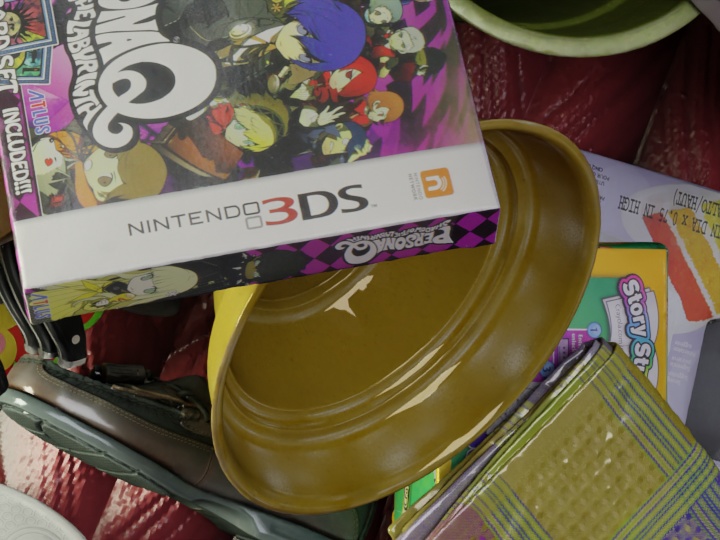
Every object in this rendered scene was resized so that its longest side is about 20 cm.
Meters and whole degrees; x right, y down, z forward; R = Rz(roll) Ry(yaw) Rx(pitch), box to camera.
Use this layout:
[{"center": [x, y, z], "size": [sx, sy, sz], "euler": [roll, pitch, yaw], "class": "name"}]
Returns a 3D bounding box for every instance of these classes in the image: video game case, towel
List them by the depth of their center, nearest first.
[{"center": [-0.055, -0.089, 0.968], "size": [0.180, 0.036, 0.201], "euler": [-9, 65, -6], "class": "video game case"}, {"center": [0.117, 0.143, 1.142], "size": [0.144, 0.023, 0.200], "euler": [-45, 108, -15], "class": "towel"}]

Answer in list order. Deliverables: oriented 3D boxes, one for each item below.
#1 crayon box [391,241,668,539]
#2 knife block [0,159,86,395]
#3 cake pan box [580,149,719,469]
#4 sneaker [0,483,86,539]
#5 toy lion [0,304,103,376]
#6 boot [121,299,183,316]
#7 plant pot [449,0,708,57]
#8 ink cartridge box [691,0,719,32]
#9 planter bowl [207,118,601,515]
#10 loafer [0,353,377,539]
[{"center": [0.079, 0.086, 1.174], "size": [0.118, 0.058, 0.201], "euler": [1, 88, -20], "class": "crayon box"}, {"center": [-0.169, -0.040, 1.011], "size": [0.064, 0.200, 0.176], "euler": [-39, 83, -28], "class": "knife block"}, {"center": [0.143, 0.047, 1.255], "size": [0.199, 0.052, 0.185], "euler": [17, 85, -19], "class": "cake pan box"}, {"center": [-0.130, 0.185, 1.136], "size": [0.071, 0.099, 0.200], "euler": [-37, 70, -28], "class": "sneaker"}, {"center": [-0.190, -0.052, 1.128], "size": [0.191, 0.069, 0.201], "euler": [17, 82, -27], "class": "toy lion"}, {"center": [-0.073, -0.097, 1.089], "size": [0.068, 0.188, 0.201], "euler": [10, 74, 4], "class": "boot"}, {"center": [0.057, -0.189, 1.155], "size": [0.199, 0.190, 0.201], "euler": [0, 89, -21], "class": "plant pot"}, {"center": [0.258, -0.152, 1.090], "size": [0.145, 0.083, 0.200], "euler": [43, 72, -15], "class": "ink cartridge box"}, {"center": [0.000, 0.000, 1.066], "size": [0.200, 0.083, 0.201], "euler": [-25, 139, -24], "class": "planter bowl"}, {"center": [-0.076, 0.078, 1.158], "size": [0.200, 0.072, 0.063], "euler": [31, 77, -29], "class": "loafer"}]
